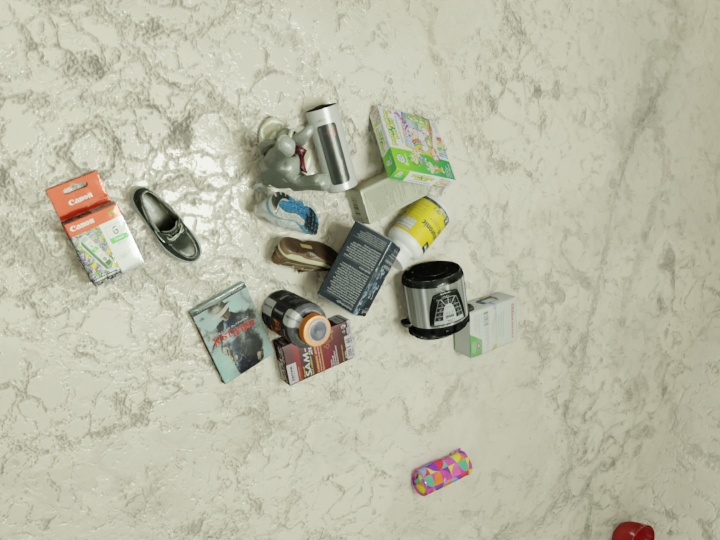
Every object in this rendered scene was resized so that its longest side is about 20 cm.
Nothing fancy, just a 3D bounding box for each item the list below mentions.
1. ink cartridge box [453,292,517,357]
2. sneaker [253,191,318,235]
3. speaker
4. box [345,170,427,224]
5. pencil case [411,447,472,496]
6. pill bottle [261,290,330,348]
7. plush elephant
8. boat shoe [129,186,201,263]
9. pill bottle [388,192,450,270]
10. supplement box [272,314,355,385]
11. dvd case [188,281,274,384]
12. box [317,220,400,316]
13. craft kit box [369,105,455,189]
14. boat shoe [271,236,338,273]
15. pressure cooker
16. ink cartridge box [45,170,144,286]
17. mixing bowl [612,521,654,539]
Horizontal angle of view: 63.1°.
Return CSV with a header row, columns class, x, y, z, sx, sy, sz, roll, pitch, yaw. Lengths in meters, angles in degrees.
class,x,y,z,sx,sy,sz,roll,pitch,yaw
ink cartridge box,0.384,0.163,1.795,0.197,0.087,0.148,-14,108,-29
sneaker,-0.174,-0.131,1.381,0.199,0.086,0.076,26,60,-55
speaker,-0.069,-0.294,1.407,0.080,0.081,0.203,-26,113,-26
box,0.069,-0.203,1.517,0.198,0.077,0.096,-28,113,-26
pencil case,0.252,0.621,1.807,0.198,0.088,0.090,-12,106,-33
pill bottle,-0.146,0.116,1.365,0.105,0.199,0.108,-7,103,-31
plush elephant,-0.158,-0.264,1.318,0.164,0.198,0.157,36,57,-34
boat shoe,-0.405,-0.088,1.230,0.072,0.071,0.201,-48,122,-16
pill bottle,0.144,-0.101,1.568,0.201,0.111,0.112,-49,121,-14
supplement box,-0.114,0.199,1.488,0.198,0.061,0.111,-20,111,-28
dvd case,-0.299,0.147,1.379,0.145,0.022,0.203,-30,114,-25
box,0.000,0.000,1.442,0.202,0.106,0.148,-61,167,2
craft kit box,0.133,-0.312,1.492,0.195,0.049,0.203,2,60,-32
boat shoe,-0.134,-0.029,1.435,0.201,0.075,0.075,17,129,-44
pressure cooker,0.209,0.091,1.604,0.178,0.174,0.203,-34,120,-51
ink cartridge box,-0.524,-0.083,1.164,0.108,0.050,0.203,-29,115,-25
mixing bowl,1.144,1.148,2.487,0.197,0.108,0.204,-8,105,-31
